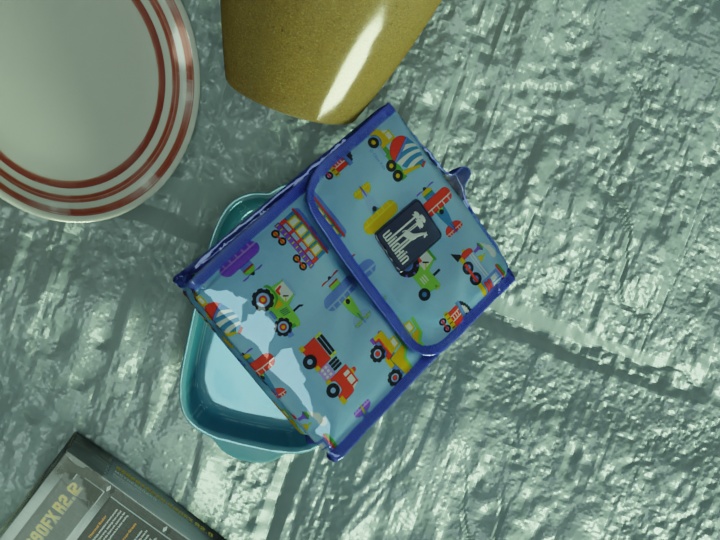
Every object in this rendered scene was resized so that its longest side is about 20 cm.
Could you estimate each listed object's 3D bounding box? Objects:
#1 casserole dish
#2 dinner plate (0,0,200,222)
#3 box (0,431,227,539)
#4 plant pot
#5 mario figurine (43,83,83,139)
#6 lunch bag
[{"bbox_3d":[-0.059,0.036,0.861,0.120,0.039,0.202,13,99,-8],"label":"casserole dish"},{"bbox_3d":[-0.190,-0.132,0.781,0.199,0.024,0.203,2,87,-43],"label":"dinner plate"},{"bbox_3d":[-0.206,0.245,0.876,0.158,0.048,0.201,37,94,-9],"label":"box"},{"bbox_3d":[-0.017,-0.203,0.766,0.185,0.187,0.202,17,110,-8],"label":"plant pot"},{"bbox_3d":[-0.262,-0.172,0.801,0.123,0.105,0.201,-44,116,-34],"label":"mario figurine"},{"bbox_3d":[0.000,0.000,0.809,0.200,0.094,0.151,-42,100,-11],"label":"lunch bag"}]
